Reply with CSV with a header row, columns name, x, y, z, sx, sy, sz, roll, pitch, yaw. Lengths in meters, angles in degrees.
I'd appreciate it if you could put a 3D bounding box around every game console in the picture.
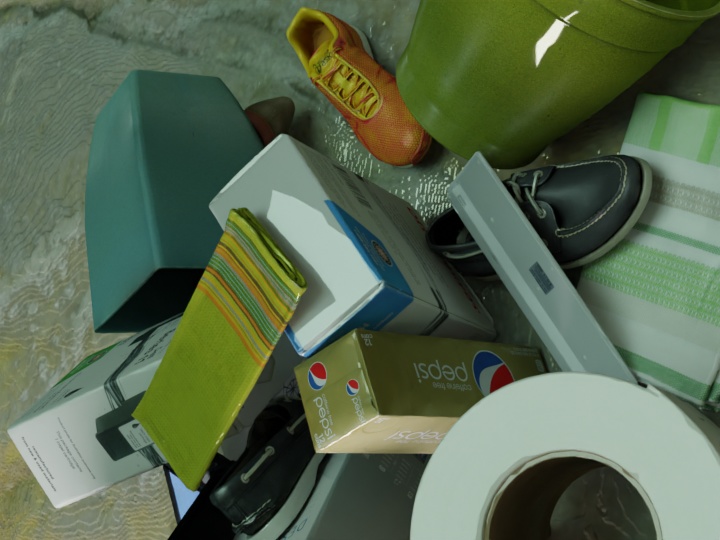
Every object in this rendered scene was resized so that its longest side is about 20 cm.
name,x,y,z,sx,sy,sz,roll,pitch,yaw
game console,-0.146,0.260,1.103,0.176,0.116,0.201,21,127,48

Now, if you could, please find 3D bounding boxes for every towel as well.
name,x,y,z,sx,sy,sz,roll,pitch,yaw
towel,-0.103,0.058,0.919,0.086,0.018,0.200,49,124,32
towel,0.217,-0.018,0.898,0.149,0.031,0.201,21,97,46

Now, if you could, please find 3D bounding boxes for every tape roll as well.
name,x,y,z,sx,sy,sz,roll,pitch,yaw
tape roll,0.147,0.169,0.807,0.202,0.139,0.204,-5,77,23

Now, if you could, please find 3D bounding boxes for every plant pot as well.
name,x,y,z,sx,sy,sz,roll,pitch,yaw
plant pot,-0.160,-0.064,1.140,0.141,0.141,0.201,-38,59,48
plant pot,0.124,-0.182,0.933,0.193,0.200,0.201,-54,47,41

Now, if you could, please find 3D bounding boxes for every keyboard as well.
name,x,y,z,sx,sy,sz,roll,pitch,yaw
keyboard,0.127,0.009,0.930,0.200,0.011,0.056,57,142,13

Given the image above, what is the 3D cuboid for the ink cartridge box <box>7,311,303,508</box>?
name,x,y,z,sx,sy,sz,roll,pitch,yaw
ink cartridge box,-0.165,0.099,1.071,0.199,0.147,0.083,-24,102,25

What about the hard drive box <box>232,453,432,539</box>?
name,x,y,z,sx,sy,sz,roll,pitch,yaw
hard drive box,-0.037,0.215,1.000,0.156,0.077,0.200,-40,12,34

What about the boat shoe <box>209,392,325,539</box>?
name,x,y,z,sx,sy,sz,roll,pitch,yaw
boat shoe,-0.058,0.131,1.021,0.076,0.060,0.200,-41,11,27

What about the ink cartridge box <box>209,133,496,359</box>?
name,x,y,z,sx,sy,sz,roll,pitch,yaw
ink cartridge box,0.000,0.000,0.976,0.086,0.200,0.147,-40,62,13

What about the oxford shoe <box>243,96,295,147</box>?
name,x,y,z,sx,sy,sz,roll,pitch,yaw
oxford shoe,-0.119,-0.099,1.260,0.071,0.075,0.200,50,140,-2

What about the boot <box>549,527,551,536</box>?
name,x,y,z,sx,sy,sz,roll,pitch,yaw
boot,0.076,0.274,0.953,0.200,0.077,0.156,-28,65,35

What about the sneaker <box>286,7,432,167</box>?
name,x,y,z,sx,sy,sz,roll,pitch,yaw
sneaker,-0.006,-0.156,1.131,0.073,0.077,0.200,-56,49,20

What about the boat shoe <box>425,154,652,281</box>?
name,x,y,z,sx,sy,sz,roll,pitch,yaw
boat shoe,0.125,-0.040,0.956,0.200,0.063,0.073,-23,55,51

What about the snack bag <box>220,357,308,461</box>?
name,x,y,z,sx,sy,sz,roll,pitch,yaw
snack bag,-0.098,0.061,1.190,0.189,0.021,0.200,-52,45,24

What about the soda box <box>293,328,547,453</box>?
name,x,y,z,sx,sy,sz,roll,pitch,yaw
soda box,0.052,0.089,0.924,0.068,0.200,0.064,-35,61,37
